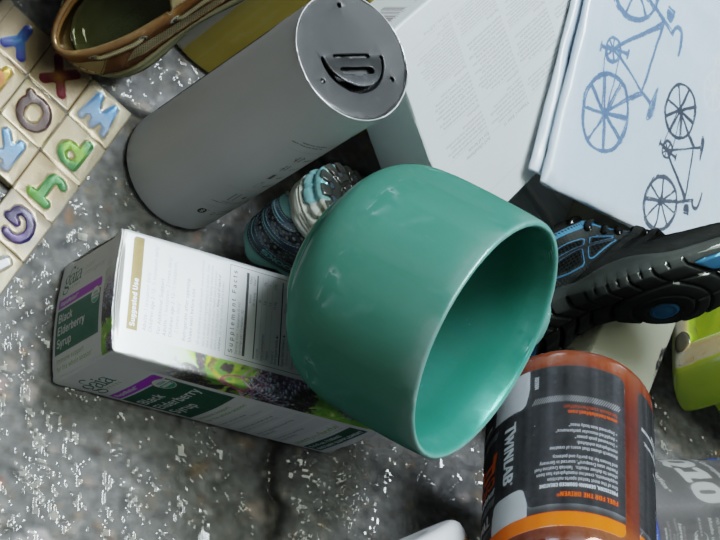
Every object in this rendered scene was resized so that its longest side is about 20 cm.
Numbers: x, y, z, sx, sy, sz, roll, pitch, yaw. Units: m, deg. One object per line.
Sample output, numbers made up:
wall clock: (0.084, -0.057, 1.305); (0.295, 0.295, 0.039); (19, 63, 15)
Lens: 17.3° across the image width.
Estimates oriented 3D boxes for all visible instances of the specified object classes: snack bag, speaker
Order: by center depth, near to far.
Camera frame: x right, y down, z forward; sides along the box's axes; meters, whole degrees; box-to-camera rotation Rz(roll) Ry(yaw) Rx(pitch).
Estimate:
speaker: (-0.058, -0.093, 1.417); (0.081, 0.200, 0.082); (14, 65, -31)
snack bag: (0.195, -0.117, 1.558); (0.199, 0.021, 0.190); (23, 76, -43)

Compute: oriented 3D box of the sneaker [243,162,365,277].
sneaker: (0.000, 0.000, 1.512); (0.200, 0.086, 0.078); (40, 36, -44)

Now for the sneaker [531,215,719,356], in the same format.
sneaker: (0.156, -0.005, 1.503); (0.073, 0.199, 0.083); (47, 34, -51)

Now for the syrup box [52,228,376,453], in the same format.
syrup box: (-0.080, 0.045, 1.428); (0.199, 0.079, 0.082); (16, 64, -31)

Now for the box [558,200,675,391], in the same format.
box: (0.164, 0.026, 1.592); (0.068, 0.082, 0.201); (43, 60, -31)

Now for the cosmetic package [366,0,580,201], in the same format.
cosmetic package: (0.080, -0.133, 1.486); (0.200, 0.051, 0.152); (-43, 123, -35)

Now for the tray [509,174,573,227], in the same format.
tray: (0.117, -0.089, 1.658); (0.107, 0.022, 0.201); (-40, 98, -39)

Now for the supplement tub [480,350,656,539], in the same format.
supplement tub: (0.123, 0.151, 1.405); (0.107, 0.107, 0.201); (31, 39, -22)

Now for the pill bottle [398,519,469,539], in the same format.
pill bottle: (0.051, 0.262, 1.419); (0.112, 0.112, 0.201); (-22, 86, -39)

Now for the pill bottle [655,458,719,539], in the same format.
pill bottle: (0.217, 0.181, 1.568); (0.199, 0.114, 0.115); (3, 71, -35)

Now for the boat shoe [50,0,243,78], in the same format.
boat shoe: (-0.106, -0.184, 1.418); (0.076, 0.200, 0.074); (52, 20, 10)

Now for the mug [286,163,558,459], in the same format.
mug: (0.030, 0.024, 1.382); (0.114, 0.185, 0.152); (28, 70, 24)

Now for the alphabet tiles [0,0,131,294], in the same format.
alphabet tiles: (-0.249, -0.105, 1.409); (0.200, 0.008, 0.168); (43, 54, -16)

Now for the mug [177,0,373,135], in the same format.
mug: (-0.024, -0.201, 1.515); (0.186, 0.153, 0.150); (38, 54, -19)

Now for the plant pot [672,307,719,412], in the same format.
plant pot: (0.327, 0.017, 1.645); (0.181, 0.199, 0.201); (22, 60, -33)
